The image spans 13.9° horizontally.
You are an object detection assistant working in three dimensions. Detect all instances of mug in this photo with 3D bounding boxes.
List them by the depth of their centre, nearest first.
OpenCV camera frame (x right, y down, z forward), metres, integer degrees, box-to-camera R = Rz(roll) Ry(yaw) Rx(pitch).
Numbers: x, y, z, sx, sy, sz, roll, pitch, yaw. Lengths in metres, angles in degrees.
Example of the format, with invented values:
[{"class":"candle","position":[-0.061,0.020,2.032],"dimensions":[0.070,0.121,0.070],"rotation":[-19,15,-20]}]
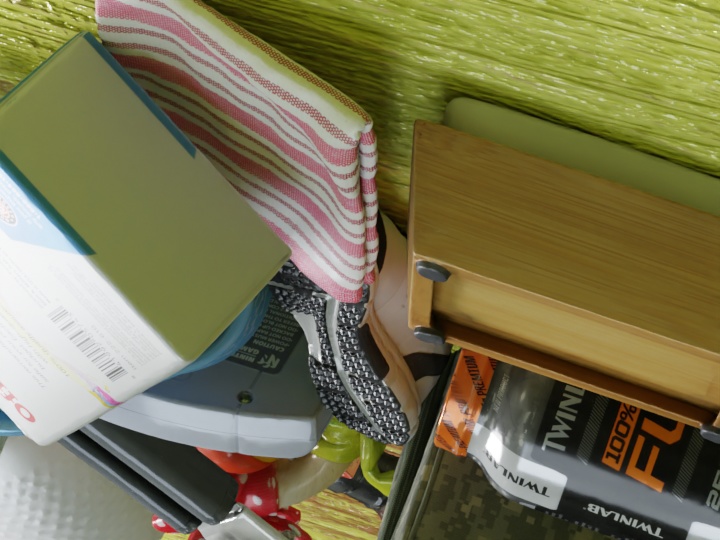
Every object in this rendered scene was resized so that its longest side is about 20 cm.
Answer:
[{"class":"mug","position":[-0.237,0.105,2.052],"dimensions":[0.200,0.147,0.176],"rotation":[47,174,34]}]

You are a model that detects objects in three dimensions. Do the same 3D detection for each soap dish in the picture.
[{"class":"soap dish","position":[0.111,0.004,1.351],"dimensions":[0.199,0.082,0.157],"rotation":[18,164,5]}]

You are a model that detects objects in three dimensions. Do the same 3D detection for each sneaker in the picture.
[{"class":"sneaker","position":[0.000,0.000,1.518],"dimensions":[0.073,0.080,0.201],"rotation":[19,148,28]}]

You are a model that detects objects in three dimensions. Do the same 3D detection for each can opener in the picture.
[{"class":"can opener","position":[-0.098,0.136,1.666],"dimensions":[0.200,0.067,0.053],"rotation":[43,140,-20]}]

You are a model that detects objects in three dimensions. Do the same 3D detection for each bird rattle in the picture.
[{"class":"bird rattle","position":[-0.056,0.098,1.729],"dimensions":[0.199,0.113,0.163],"rotation":[-27,126,31]}]

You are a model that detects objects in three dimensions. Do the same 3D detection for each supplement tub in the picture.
[{"class":"supplement tub","position":[0.144,0.075,1.468],"dimensions":[0.199,0.123,0.123],"rotation":[19,164,4]}]

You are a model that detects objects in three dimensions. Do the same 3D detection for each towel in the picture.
[{"class":"towel","position":[-0.057,-0.060,1.362],"dimensions":[0.146,0.030,0.200],"rotation":[32,161,12]}]

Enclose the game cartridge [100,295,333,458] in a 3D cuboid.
[{"class":"game cartridge","position":[-0.097,0.035,1.629],"dimensions":[0.199,0.133,0.041],"rotation":[17,130,16]}]

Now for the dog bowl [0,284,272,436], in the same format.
[{"class":"dog bowl","position":[-0.141,0.019,1.538],"dimensions":[0.199,0.112,0.050],"rotation":[-21,-172,0]}]

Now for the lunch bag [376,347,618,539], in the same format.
[{"class":"lunch bag","position":[0.082,0.138,1.611],"dimensions":[0.139,0.201,0.168],"rotation":[20,164,-3]}]

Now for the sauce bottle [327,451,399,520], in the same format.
[{"class":"sauce bottle","position":[0.062,0.164,1.977],"dimensions":[0.199,0.066,0.066],"rotation":[31,161,-27]}]

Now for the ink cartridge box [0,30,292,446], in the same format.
[{"class":"ink cartridge box","position":[-0.142,-0.010,1.407],"dimensions":[0.145,0.085,0.200],"rotation":[47,150,-7]}]

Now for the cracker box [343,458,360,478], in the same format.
[{"class":"cracker box","position":[-0.103,0.064,1.860],"dimensions":[0.199,0.058,0.134],"rotation":[11,161,28]}]

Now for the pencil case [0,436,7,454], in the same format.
[{"class":"pencil case","position":[-0.224,0.051,1.722],"dimensions":[0.090,0.201,0.083],"rotation":[32,168,-13]}]
